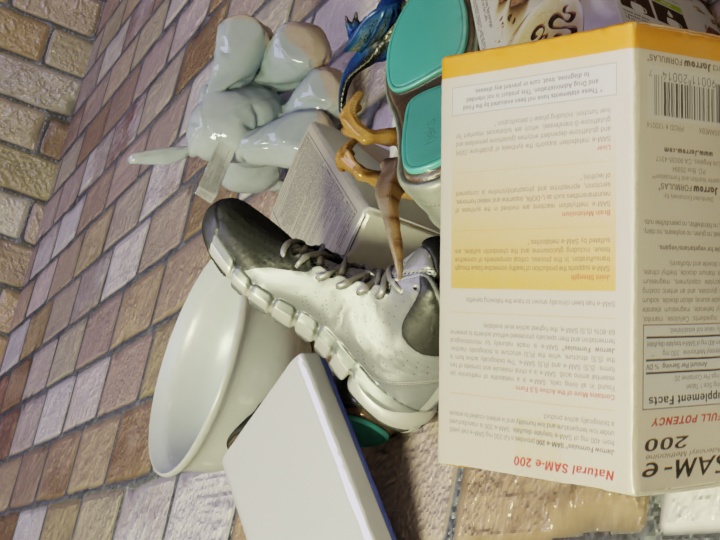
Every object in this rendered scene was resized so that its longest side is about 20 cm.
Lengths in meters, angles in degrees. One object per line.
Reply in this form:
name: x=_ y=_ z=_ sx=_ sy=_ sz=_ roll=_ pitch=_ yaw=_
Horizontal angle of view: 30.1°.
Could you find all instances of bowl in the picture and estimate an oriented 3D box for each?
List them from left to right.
bowl: x=-0.101 y=0.086 z=1.133 sx=0.201 sy=0.090 sz=0.201 roll=-52 pitch=27 yaw=42

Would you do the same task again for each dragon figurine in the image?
dragon figurine: x=0.024 y=-0.194 z=1.094 sx=0.200 sy=0.059 sz=0.099 roll=-53 pitch=18 yaw=22

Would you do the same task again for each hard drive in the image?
hard drive: x=-0.030 y=0.174 z=0.887 sx=0.132 sy=0.025 sz=0.200 roll=-54 pitch=45 yaw=37

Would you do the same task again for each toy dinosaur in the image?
toy dinosaur: x=0.029 y=-0.063 z=0.832 sx=0.200 sy=0.106 sz=0.061 roll=-26 pitch=-39 yaw=-62

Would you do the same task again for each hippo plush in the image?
hippo plush: x=-0.086 y=-0.123 z=1.262 sx=0.200 sy=0.159 sz=0.161 roll=-61 pitch=-13 yaw=-15

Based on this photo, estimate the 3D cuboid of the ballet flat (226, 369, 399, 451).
ballet flat: x=-0.027 y=0.105 z=0.984 sx=0.200 sy=0.068 sz=0.069 roll=-22 pitch=42 yaw=50

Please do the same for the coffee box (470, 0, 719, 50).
coffee box: x=0.131 y=-0.135 z=0.762 sx=0.113 sy=0.080 sz=0.200 roll=-53 pitch=28 yaw=38

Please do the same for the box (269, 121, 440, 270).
box: x=-0.003 y=-0.031 z=1.007 sx=0.095 sy=0.078 sz=0.200 roll=-64 pitch=22 yaw=18

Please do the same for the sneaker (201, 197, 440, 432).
sneaker: x=0.000 y=0.000 z=0.858 sx=0.116 sy=0.200 sz=0.075 roll=-46 pitch=1 yaw=30

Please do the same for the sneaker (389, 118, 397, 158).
sneaker: x=0.071 y=-0.167 z=0.949 sx=0.200 sy=0.074 sz=0.116 roll=-53 pitch=30 yaw=42

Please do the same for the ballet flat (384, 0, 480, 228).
ballet flat: x=0.052 y=-0.098 z=0.821 sx=0.067 sy=0.064 sz=0.200 roll=-22 pitch=39 yaw=21

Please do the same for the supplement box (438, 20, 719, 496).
supplement box: x=0.103 y=-0.004 z=0.620 sx=0.126 sy=0.073 sz=0.201 roll=1 pitch=90 yaw=52
